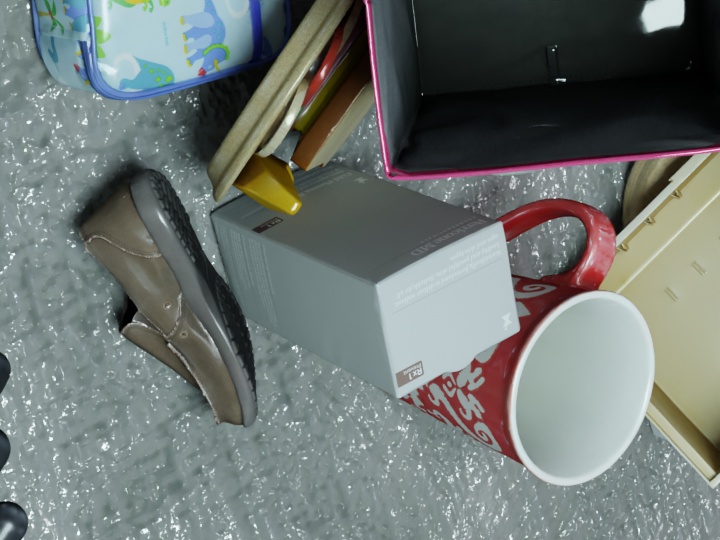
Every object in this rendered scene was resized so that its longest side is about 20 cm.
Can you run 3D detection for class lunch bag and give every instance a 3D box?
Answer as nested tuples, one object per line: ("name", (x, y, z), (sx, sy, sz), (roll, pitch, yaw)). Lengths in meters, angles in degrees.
("lunch bag", (-0.122, -0.214, 0.907), (0.160, 0.082, 0.202), (-17, 112, -36))

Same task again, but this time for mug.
("mug", (0.105, 0.045, 1.065), (0.178, 0.199, 0.134), (-49, 124, -18))

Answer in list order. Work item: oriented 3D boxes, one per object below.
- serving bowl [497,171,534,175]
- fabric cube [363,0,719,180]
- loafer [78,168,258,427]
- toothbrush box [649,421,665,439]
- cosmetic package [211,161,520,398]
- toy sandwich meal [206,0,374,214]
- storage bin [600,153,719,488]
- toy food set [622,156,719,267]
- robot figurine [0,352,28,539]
("serving bowl", (0.129, -0.146, 1.070), (0.199, 0.066, 0.201), (-14, 131, -16))
("fabric cube", (0.107, -0.179, 0.842), (0.194, 0.200, 0.202), (-4, 109, 10))
("loafer", (-0.125, 0.025, 0.981), (0.070, 0.073, 0.201), (-20, 119, 6))
("toothbrush box", (0.362, 0.075, 1.302), (0.200, 0.145, 0.087), (-37, 121, -25))
("cosmetic package", (0.000, 0.000, 0.974), (0.106, 0.199, 0.091), (-27, 116, -29))
("toy sandwich meal", (-0.025, -0.111, 0.940), (0.070, 0.205, 0.206), (34, 79, -6))
("storage bin", (0.284, 0.023, 1.155), (0.200, 0.199, 0.094), (-46, 164, 14))
("toy food set", (0.318, -0.051, 1.230), (0.049, 0.198, 0.200), (-44, 138, -72))
("robot figurine", (-0.279, 0.119, 0.839), (0.201, 0.150, 0.125), (-58, 143, -11))
